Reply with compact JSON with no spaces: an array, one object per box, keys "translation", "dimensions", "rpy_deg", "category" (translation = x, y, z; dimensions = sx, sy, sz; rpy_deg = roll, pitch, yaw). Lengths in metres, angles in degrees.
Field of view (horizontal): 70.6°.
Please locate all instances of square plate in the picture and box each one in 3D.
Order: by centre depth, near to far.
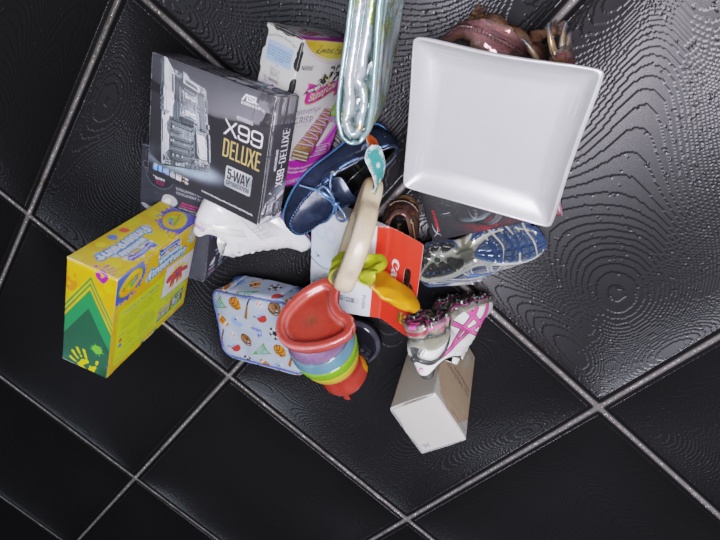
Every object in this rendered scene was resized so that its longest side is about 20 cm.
[{"translation":[0.150,-0.159,0.594],"dimensions":[0.199,0.029,0.199],"rpy_deg":[19,139,18],"category":"square plate"}]

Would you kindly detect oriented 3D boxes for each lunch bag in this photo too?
[{"translation":[-0.165,0.098,0.891],"dimensions":[0.199,0.076,0.161],"rpy_deg":[10,119,28],"category":"lunch bag"}]

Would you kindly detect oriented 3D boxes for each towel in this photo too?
[{"translation":[0.017,-0.269,0.615],"dimensions":[0.048,0.171,0.201],"rpy_deg":[14,119,6],"category":"towel"}]

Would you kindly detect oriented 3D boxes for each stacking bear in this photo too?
[{"translation":[-0.046,0.130,0.803],"dimensions":[0.113,0.122,0.201],"rpy_deg":[-25,137,-2],"category":"stacking bear"}]

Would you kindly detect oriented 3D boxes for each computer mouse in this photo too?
[{"translation":[-0.031,0.136,0.912],"dimensions":[0.138,0.053,0.200],"rpy_deg":[42,130,-5],"category":"computer mouse"}]

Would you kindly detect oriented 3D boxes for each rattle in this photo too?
[{"translation":[0.042,-0.057,0.667],"dimensions":[0.142,0.130,0.201],"rpy_deg":[21,94,8],"category":"rattle"}]

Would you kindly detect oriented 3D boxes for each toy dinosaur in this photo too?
[{"translation":[0.172,-0.260,0.595],"dimensions":[0.199,0.136,0.086],"rpy_deg":[20,120,6],"category":"toy dinosaur"}]

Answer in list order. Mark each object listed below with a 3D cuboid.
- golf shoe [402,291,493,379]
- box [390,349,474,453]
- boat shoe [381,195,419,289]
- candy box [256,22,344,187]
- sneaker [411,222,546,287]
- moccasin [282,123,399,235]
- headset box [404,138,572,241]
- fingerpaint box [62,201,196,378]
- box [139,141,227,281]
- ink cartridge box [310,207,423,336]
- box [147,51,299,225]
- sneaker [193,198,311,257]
[{"translation":[0.135,0.089,0.758],"dimensions":[0.072,0.199,0.093],"rpy_deg":[2,106,45],"category":"golf shoe"},{"translation":[0.119,0.173,0.797],"dimensions":[0.077,0.200,0.095],"rpy_deg":[-27,107,26],"category":"box"},{"translation":[0.053,-0.014,0.796],"dimensions":[0.070,0.070,0.201],"rpy_deg":[6,120,8],"category":"boat shoe"},{"translation":[-0.082,-0.216,0.685],"dimensions":[0.061,0.136,0.201],"rpy_deg":[31,123,19],"category":"candy box"},{"translation":[0.174,-0.021,0.761],"dimensions":[0.198,0.078,0.085],"rpy_deg":[-11,156,2],"category":"sneaker"},{"translation":[-0.030,-0.124,0.715],"dimensions":[0.200,0.068,0.080],"rpy_deg":[-48,141,8],"category":"moccasin"},{"translation":[0.178,-0.138,0.691],"dimensions":[0.199,0.077,0.150],"rpy_deg":[-10,113,22],"category":"headset box"},{"translation":[-0.319,0.018,0.718],"dimensions":[0.073,0.200,0.168],"rpy_deg":[23,120,1],"category":"fingerpaint box"},{"translation":[-0.274,-0.105,0.820],"dimensions":[0.121,0.106,0.201],"rpy_deg":[18,120,4],"category":"box"},{"translation":[0.000,0.000,0.777],"dimensions":[0.199,0.047,0.161],"rpy_deg":[30,127,39],"category":"ink cartridge box"},{"translation":[-0.181,-0.170,0.648],"dimensions":[0.199,0.050,0.159],"rpy_deg":[26,119,20],"category":"box"},{"translation":[-0.166,-0.061,0.788],"dimensions":[0.199,0.075,0.100],"rpy_deg":[23,104,-42],"category":"sneaker"}]
